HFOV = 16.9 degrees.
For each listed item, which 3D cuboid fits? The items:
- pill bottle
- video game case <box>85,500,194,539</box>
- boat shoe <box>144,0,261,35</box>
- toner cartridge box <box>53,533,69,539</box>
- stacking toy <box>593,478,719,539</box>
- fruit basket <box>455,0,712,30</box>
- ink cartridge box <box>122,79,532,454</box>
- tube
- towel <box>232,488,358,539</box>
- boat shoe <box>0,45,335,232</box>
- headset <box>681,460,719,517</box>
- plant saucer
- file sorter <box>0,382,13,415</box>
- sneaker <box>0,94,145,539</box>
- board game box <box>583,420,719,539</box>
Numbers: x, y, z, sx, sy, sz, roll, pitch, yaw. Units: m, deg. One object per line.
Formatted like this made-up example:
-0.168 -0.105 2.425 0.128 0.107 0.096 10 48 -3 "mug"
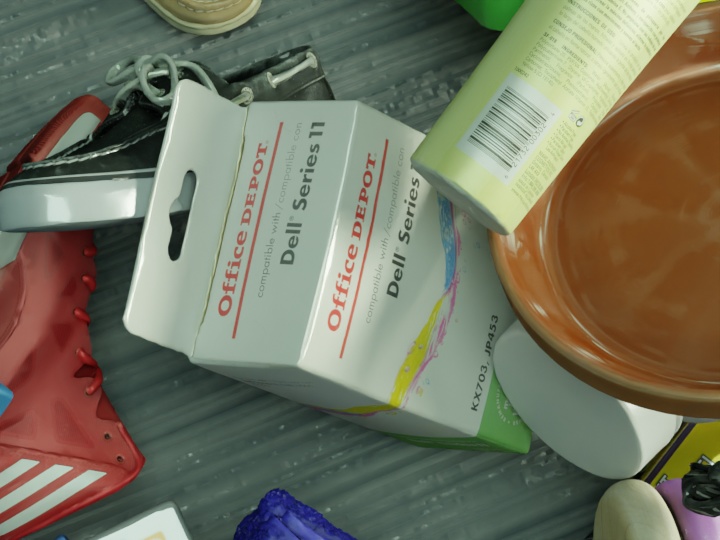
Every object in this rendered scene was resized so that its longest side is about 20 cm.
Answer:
0.152 -0.004 1.054 0.111 0.111 0.200 46 65 4 "pill bottle"
-0.129 0.221 1.014 0.200 0.022 0.182 -26 83 -9 "video game case"
-0.099 -0.205 1.110 0.074 0.069 0.200 -23 83 -8 "boat shoe"
-0.104 0.221 1.050 0.095 0.043 0.200 -39 86 -9 "toner cartridge box"
0.204 0.119 1.023 0.200 0.085 0.085 -7 81 -10 "stacking toy"
0.094 -0.160 1.081 0.155 0.216 0.216 -26 83 -8 "fruit basket"
0.000 0.000 1.025 0.200 0.067 0.117 23 75 -46 "ink cartridge box"
0.099 -0.106 0.967 0.052 0.058 0.200 36 87 22 "tube"
0.008 0.199 0.998 0.200 0.050 0.148 33 75 -1 "towel"
-0.080 -0.061 1.038 0.199 0.074 0.068 -17 100 -44 "boat shoe"
0.210 0.035 1.009 0.200 0.094 0.124 -52 129 -40 "headset"
0.152 -0.025 0.975 0.200 0.032 0.200 -8 53 11 "plant saucer"
-0.272 0.082 0.978 0.139 0.123 0.200 34 89 36 "file sorter"
-0.133 0.030 1.078 0.115 0.078 0.200 31 83 -13 "sneaker"
0.152 0.188 1.071 0.165 0.057 0.200 39 79 5 "board game box"
